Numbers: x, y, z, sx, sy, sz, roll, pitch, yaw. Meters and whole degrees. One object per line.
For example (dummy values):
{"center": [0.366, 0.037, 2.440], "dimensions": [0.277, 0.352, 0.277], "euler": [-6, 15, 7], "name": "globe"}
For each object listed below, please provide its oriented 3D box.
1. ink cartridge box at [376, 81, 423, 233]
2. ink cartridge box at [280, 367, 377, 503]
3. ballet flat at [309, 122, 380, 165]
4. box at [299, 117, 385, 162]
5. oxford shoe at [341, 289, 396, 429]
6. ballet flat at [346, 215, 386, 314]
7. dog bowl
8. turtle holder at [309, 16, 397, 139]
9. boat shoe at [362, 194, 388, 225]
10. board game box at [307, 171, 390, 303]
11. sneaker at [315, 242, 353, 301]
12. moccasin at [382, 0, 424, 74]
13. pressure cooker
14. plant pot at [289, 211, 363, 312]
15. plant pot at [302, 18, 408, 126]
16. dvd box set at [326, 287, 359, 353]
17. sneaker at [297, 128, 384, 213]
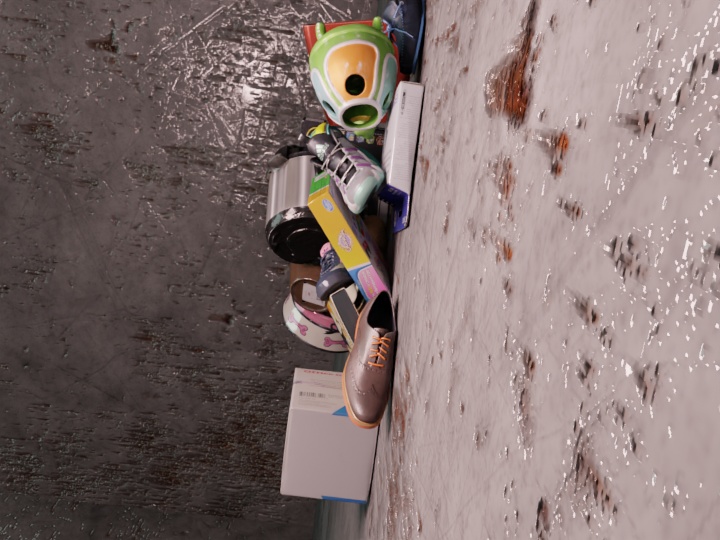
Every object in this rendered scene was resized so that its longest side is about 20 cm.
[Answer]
{"center": [0.055, -0.166, 1.075], "dimensions": [0.200, 0.039, 0.206], "euler": [166, 110, -86], "name": "ink cartridge box"}
{"center": [-0.052, 0.270, 1.168], "dimensions": [0.200, 0.143, 0.149], "euler": [-100, 17, -79], "name": "ink cartridge box"}
{"center": [-0.027, -0.222, 1.380], "dimensions": [0.066, 0.199, 0.068], "euler": [-23, 49, 33], "name": "ballet flat"}
{"center": [-0.040, -0.238, 1.510], "dimensions": [0.049, 0.194, 0.165], "euler": [-90, 8, -69], "name": "box"}
{"center": [0.015, 0.120, 0.973], "dimensions": [0.073, 0.069, 0.204], "euler": [109, 168, -52], "name": "oxford shoe"}
{"center": [0.000, 0.000, 1.288], "dimensions": [0.072, 0.066, 0.204], "euler": [-44, -26, -68], "name": "ballet flat"}
{"center": [-0.068, 0.082, 1.497], "dimensions": [0.202, 0.195, 0.075], "euler": [-88, 16, -55], "name": "dog bowl"}
{"center": [-0.014, -0.283, 1.068], "dimensions": [0.186, 0.137, 0.135], "euler": [133, 132, -60], "name": "turtle holder"}
{"center": [0.015, -0.079, 1.351], "dimensions": [0.074, 0.066, 0.205], "euler": [-132, 49, -86], "name": "boat shoe"}
{"center": [-0.016, -0.057, 1.141], "dimensions": [0.203, 0.040, 0.154], "euler": [59, -169, -19], "name": "board game box"}
{"center": [-0.048, -0.003, 1.157], "dimensions": [0.083, 0.069, 0.200], "euler": [57, -171, 1], "name": "sneaker"}
{"center": [0.066, -0.404, 1.113], "dimensions": [0.081, 0.066, 0.205], "euler": [105, 169, -66], "name": "moccasin"}
{"center": [-0.095, -0.135, 1.308], "dimensions": [0.178, 0.173, 0.205], "euler": [91, 179, -58], "name": "pressure cooker"}
{"center": [-0.071, -0.019, 1.430], "dimensions": [0.190, 0.182, 0.203], "euler": [100, -173, -46], "name": "plant pot"}
{"center": [0.002, -0.374, 1.298], "dimensions": [0.201, 0.194, 0.181], "euler": [-92, -2, -70], "name": "plant pot"}
{"center": [-0.010, 0.109, 1.143], "dimensions": [0.149, 0.029, 0.200], "euler": [63, 173, 4], "name": "dvd box set"}
{"center": [-0.038, -0.164, 1.059], "dimensions": [0.078, 0.139, 0.200], "euler": [-52, 12, 9], "name": "sneaker"}
